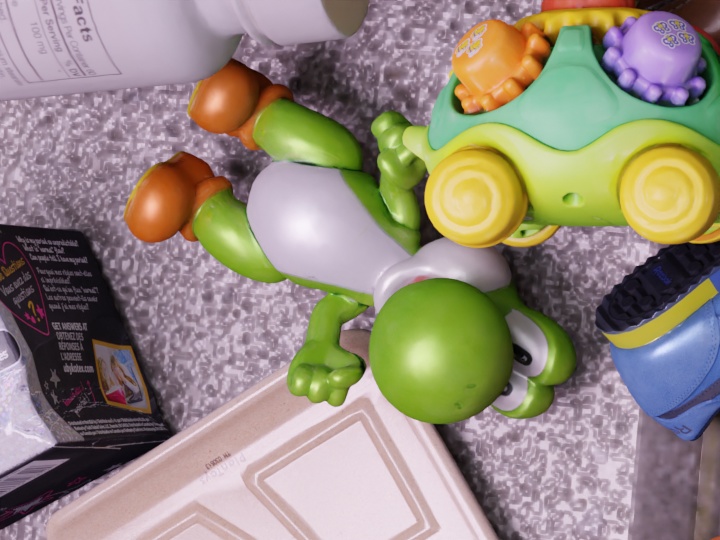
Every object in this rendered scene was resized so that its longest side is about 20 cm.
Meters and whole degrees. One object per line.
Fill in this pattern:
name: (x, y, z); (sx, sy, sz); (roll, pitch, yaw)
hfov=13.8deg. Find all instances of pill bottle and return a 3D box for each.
pill bottle: (-0.102, -0.131, 1.215); (0.200, 0.114, 0.115); (-4, 87, 18)

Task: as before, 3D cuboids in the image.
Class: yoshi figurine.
yoshi figurine: (-0.002, -0.002, 1.258); (0.200, 0.112, 0.112); (34, 59, 10)

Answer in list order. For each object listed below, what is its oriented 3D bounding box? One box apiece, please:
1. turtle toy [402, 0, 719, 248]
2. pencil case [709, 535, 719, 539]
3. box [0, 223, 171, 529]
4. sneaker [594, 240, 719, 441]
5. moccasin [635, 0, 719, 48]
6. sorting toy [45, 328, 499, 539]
turtle toy: (0.114, -0.061, 1.173); (0.200, 0.146, 0.101); (-1, 90, 12)
pencil case: (0.203, 0.131, 1.220); (0.200, 0.088, 0.089); (-22, 81, 19)
box: (-0.213, 0.069, 1.333); (0.200, 0.132, 0.115); (-29, 79, 17)
sneaker: (0.197, -0.003, 1.243); (0.200, 0.066, 0.078); (-34, 108, 7)
moccasin: (0.119, -0.104, 1.265); (0.201, 0.074, 0.078); (-38, 86, 23)
sorting toy: (-0.020, 0.153, 1.320); (0.185, 0.036, 0.200); (-33, 83, 15)
